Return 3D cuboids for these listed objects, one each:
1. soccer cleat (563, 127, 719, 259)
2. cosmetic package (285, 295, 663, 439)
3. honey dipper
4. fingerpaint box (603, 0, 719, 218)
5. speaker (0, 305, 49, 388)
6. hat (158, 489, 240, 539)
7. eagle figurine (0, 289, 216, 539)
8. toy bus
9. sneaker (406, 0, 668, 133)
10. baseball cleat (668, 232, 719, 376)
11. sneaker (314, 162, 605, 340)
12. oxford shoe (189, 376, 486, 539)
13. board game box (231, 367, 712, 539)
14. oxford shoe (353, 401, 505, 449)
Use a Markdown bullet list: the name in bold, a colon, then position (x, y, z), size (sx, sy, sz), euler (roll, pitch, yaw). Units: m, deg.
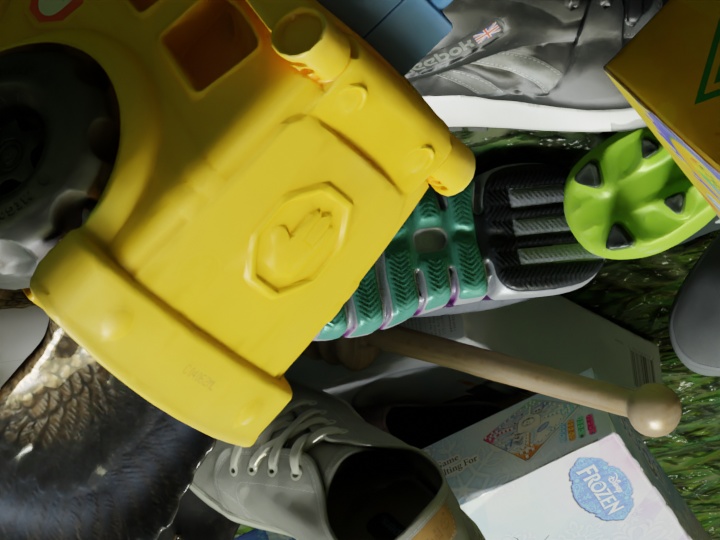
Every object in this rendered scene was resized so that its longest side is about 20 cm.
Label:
- **soccer cleat**: position (0.175, -0.058, 1.160), size (0.199, 0.068, 0.081), euler (-21, 178, 20)
- **cosmetic package**: position (0.036, 0.055, 1.394), size (0.150, 0.052, 0.200), euler (-17, 156, 29)
- **honey dipper**: position (0.048, 0.037, 1.250), size (0.199, 0.038, 0.038), euler (13, 170, 31)
- **fingerpaint box**: position (0.189, -0.073, 1.003), size (0.167, 0.073, 0.200), euler (-46, 151, 3)
- **speaker**: position (-0.147, 0.036, 1.244), size (0.199, 0.082, 0.081), euler (-7, 158, -1)
- **hat**: position (-0.104, 0.099, 1.358), size (0.081, 0.201, 0.200), euler (-52, 145, 9)
- **eagle figurine**: position (-0.103, 0.004, 1.108), size (0.151, 0.152, 0.200), euler (32, 139, 8)
- **toy bus**: position (-0.055, -0.078, 0.924), size (0.192, 0.200, 0.136), euler (-46, 142, 7)
- **sneaker**: position (0.051, -0.095, 1.005), size (0.199, 0.076, 0.088), euler (-10, 152, 5)
- **baseball cleat**: position (0.195, -0.016, 1.243), size (0.200, 0.070, 0.106), euler (-35, 158, 30)
- **sneaker**: position (0.000, 0.000, 1.222), size (0.199, 0.075, 0.088), euler (0, 165, -15)
- **oxford shoe**: position (-0.021, 0.083, 1.252), size (0.075, 0.200, 0.058), euler (-44, 136, -15)
- **board game box**: position (0.059, 0.151, 1.339), size (0.198, 0.044, 0.200), euler (-25, 138, 11)
- **oxford shoe**: position (0.066, 0.102, 1.361), size (0.199, 0.072, 0.072), euler (11, 147, -37)
